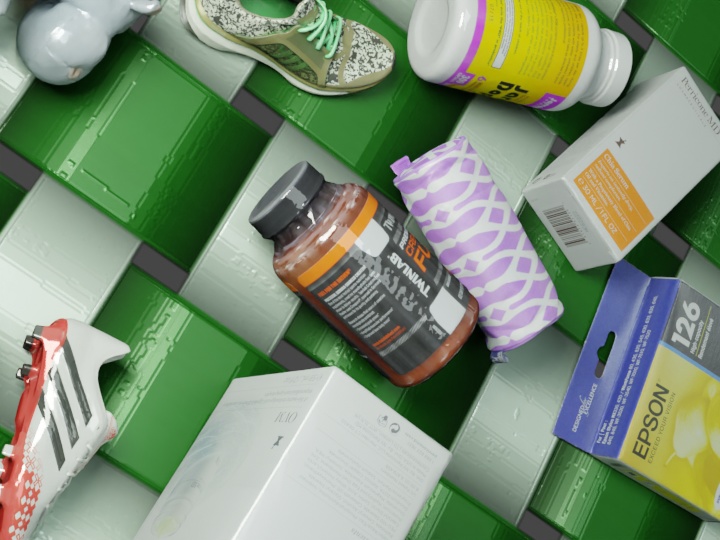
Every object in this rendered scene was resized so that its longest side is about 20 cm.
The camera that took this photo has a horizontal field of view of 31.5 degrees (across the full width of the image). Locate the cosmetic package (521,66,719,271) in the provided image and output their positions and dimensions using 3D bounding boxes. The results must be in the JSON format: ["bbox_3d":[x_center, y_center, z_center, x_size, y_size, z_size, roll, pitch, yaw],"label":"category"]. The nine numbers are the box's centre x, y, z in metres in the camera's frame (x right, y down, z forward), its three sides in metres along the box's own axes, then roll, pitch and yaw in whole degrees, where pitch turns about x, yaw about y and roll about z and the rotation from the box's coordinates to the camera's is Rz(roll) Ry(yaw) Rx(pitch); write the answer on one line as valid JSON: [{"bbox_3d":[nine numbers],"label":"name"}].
[{"bbox_3d":[0.264,-0.100,1.247,0.200,0.071,0.102,-42,102,-26],"label":"cosmetic package"}]

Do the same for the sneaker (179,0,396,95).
[{"bbox_3d":[-0.051,-0.207,1.092,0.200,0.089,0.077,14,76,-25],"label":"sneaker"}]

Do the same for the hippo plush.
[{"bbox_3d":[-0.251,-0.238,0.989,0.200,0.159,0.161,-57,140,-6],"label":"hippo plush"}]

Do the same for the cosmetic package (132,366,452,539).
[{"bbox_3d":[-0.068,0.190,0.964,0.123,0.199,0.200,38,68,-18],"label":"cosmetic package"}]

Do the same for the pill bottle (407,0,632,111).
[{"bbox_3d":[0.151,-0.208,1.187,0.200,0.104,0.105,9,79,-25],"label":"pill bottle"}]

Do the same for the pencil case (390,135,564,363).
[{"bbox_3d":[0.106,-0.022,1.148,0.084,0.085,0.200,-31,98,-23],"label":"pencil case"}]

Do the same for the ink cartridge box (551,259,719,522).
[{"bbox_3d":[0.306,0.116,1.254,0.200,0.047,0.198,31,71,-22],"label":"ink cartridge box"}]

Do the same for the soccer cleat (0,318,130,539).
[{"bbox_3d":[-0.230,0.135,0.966,0.085,0.069,0.200,17,71,-20],"label":"soccer cleat"}]

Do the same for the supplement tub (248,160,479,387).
[{"bbox_3d":[0.000,0.000,1.079,0.200,0.107,0.107,43,66,-16],"label":"supplement tub"}]
